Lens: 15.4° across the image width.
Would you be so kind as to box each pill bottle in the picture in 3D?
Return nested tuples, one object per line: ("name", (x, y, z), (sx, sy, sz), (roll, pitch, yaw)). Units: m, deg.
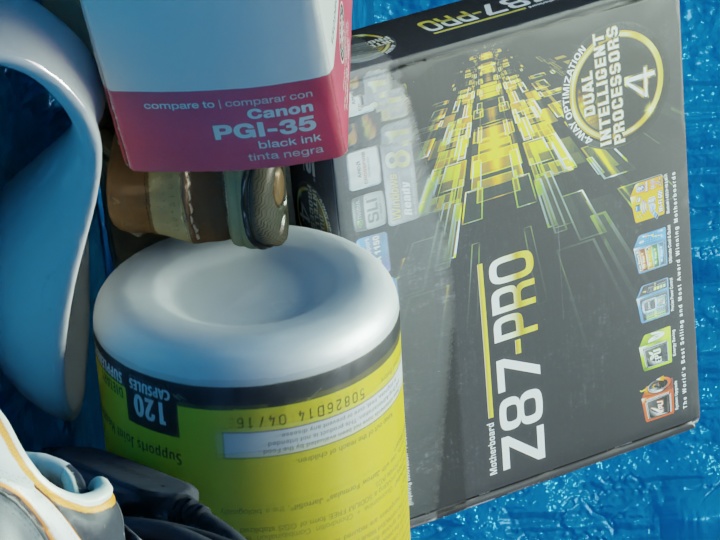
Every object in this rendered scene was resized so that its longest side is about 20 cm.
("pill bottle", (-0.037, 0.092, 1.001), (0.112, 0.112, 0.200), (-84, 172, -63))

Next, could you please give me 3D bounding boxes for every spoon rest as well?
("spoon rest", (-0.112, -0.025, 0.934), (0.200, 0.061, 0.099), (79, 9, -53))

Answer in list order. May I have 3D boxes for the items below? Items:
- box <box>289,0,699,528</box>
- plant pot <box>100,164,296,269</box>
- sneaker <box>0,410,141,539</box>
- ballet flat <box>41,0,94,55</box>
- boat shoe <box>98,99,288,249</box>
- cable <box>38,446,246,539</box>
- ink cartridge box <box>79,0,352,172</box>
("box", (0.055, -0.010, 1.063), (0.049, 0.161, 0.200), (37, -43, 56))
("plant pot", (0.000, 0.000, 1.164), (0.200, 0.183, 0.200), (166, -90, -76))
("sneaker", (-0.103, 0.107, 0.844), (0.200, 0.078, 0.079), (76, 18, -60))
("ballet flat", (-0.105, -0.113, 1.135), (0.200, 0.069, 0.069), (63, 25, -74))
("boat shoe", (-0.068, -0.068, 1.023), (0.200, 0.074, 0.076), (-100, -175, -67))
("cable", (-0.056, 0.148, 0.914), (0.200, 0.051, 0.163), (15, -59, 49))
("ink cartridge box", (-0.052, -0.151, 0.885), (0.200, 0.083, 0.147), (81, 9, -53))
